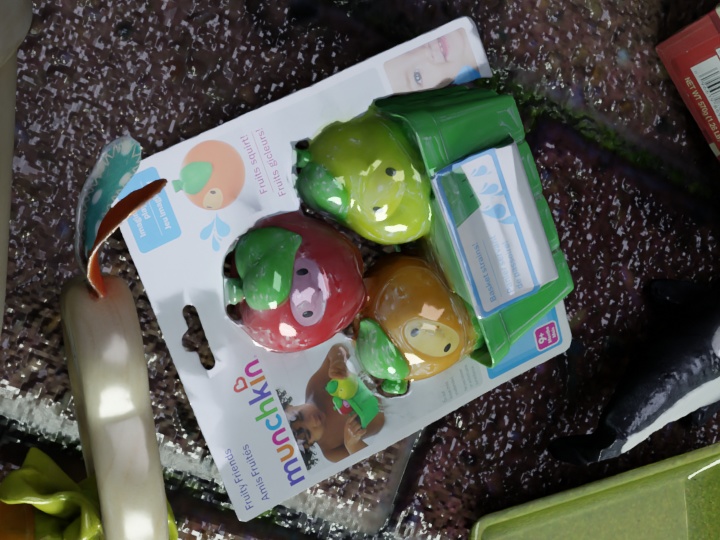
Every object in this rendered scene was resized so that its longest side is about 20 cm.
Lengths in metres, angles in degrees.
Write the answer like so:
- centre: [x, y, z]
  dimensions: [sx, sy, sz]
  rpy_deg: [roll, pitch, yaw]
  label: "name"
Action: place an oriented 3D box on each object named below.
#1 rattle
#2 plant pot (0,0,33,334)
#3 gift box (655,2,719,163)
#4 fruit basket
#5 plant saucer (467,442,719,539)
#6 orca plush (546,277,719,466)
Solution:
- centre: [-0.145, 0.044, 0.705]
  dimensions: [0.142, 0.131, 0.201]
  rpy_deg: [1, 141, 0]
  label: "rattle"
- centre: [-0.212, -0.037, 0.645]
  dimensions: [0.199, 0.200, 0.175]
  rpy_deg: [-23, 125, -26]
  label: "plant pot"
- centre: [0.290, -0.120, 0.928]
  dimensions: [0.186, 0.200, 0.185]
  rpy_deg: [-31, 96, -20]
  label: "gift box"
- centre: [0.000, 0.000, 0.818]
  dimensions: [0.199, 0.094, 0.186]
  rpy_deg: [-27, 109, -22]
  label: "fruit basket"
- centre: [0.139, 0.204, 0.952]
  dimensions: [0.199, 0.048, 0.201]
  rpy_deg: [-12, 102, -29]
  label: "plant saucer"
- centre: [0.179, 0.043, 0.962]
  dimensions: [0.199, 0.071, 0.105]
  rpy_deg: [-33, 156, -19]
  label: "orca plush"
